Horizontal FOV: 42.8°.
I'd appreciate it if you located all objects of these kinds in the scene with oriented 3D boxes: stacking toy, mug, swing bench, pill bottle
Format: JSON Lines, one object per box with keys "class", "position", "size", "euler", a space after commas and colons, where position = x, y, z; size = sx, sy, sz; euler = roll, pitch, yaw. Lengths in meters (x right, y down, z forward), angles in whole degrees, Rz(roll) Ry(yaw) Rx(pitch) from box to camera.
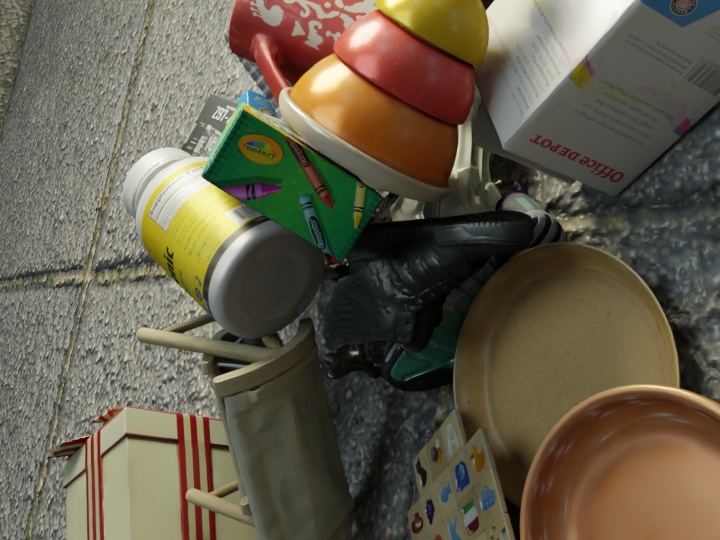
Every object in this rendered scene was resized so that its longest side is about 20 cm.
{"class": "stacking toy", "position": [0.045, -0.163, 0.663], "size": [0.200, 0.146, 0.146], "euler": [-59, 37, 16]}
{"class": "mug", "position": [-0.013, -0.198, 0.815], "size": [0.134, 0.200, 0.178], "euler": [-66, -5, 29]}
{"class": "swing bench", "position": [-0.093, 0.144, 0.853], "size": [0.200, 0.130, 0.199], "euler": [18, 124, 55]}
{"class": "pill bottle", "position": [-0.131, -0.035, 0.822], "size": [0.200, 0.111, 0.111], "euler": [38, 108, 40]}

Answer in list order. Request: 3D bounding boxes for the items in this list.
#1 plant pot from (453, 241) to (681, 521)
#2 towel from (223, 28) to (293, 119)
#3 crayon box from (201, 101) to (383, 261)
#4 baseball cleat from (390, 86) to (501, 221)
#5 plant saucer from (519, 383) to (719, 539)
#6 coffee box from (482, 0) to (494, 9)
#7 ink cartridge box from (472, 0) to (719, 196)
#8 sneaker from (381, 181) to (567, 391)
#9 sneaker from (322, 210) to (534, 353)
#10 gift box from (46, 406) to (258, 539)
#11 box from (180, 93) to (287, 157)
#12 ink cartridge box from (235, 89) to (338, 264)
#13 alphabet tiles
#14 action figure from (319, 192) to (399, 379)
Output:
{"class": "plant pot", "position": [0.149, 0.080, 0.674], "size": [0.200, 0.027, 0.200], "euler": [-10, 77, 49]}
{"class": "towel", "position": [-0.041, -0.233, 0.967], "size": [0.200, 0.166, 0.086], "euler": [-29, 12, 44]}
{"class": "crayon box", "position": [-0.059, -0.078, 0.732], "size": [0.058, 0.119, 0.200], "euler": [-57, 12, 6]}
{"class": "baseball cleat", "position": [0.072, -0.092, 0.796], "size": [0.106, 0.070, 0.200], "euler": [-30, 29, 32]}
{"class": "plant saucer", "position": [0.188, 0.171, 0.568], "size": [0.200, 0.037, 0.201], "euler": [-7, 80, 47]}
{"class": "coffee box", "position": [0.083, -0.332, 0.920], "size": [0.114, 0.080, 0.200], "euler": [-58, 37, 20]}
{"class": "ink cartridge box", "position": [0.176, -0.161, 0.671], "size": [0.200, 0.128, 0.125], "euler": [-47, 41, 34]}
{"class": "sneaker", "position": [0.090, 0.017, 0.783], "size": [0.200, 0.074, 0.088], "euler": [-46, 29, 19]}
{"class": "sneaker", "position": [0.048, 0.014, 0.708], "size": [0.200, 0.060, 0.104], "euler": [-3, 100, 39]}
{"class": "gift box", "position": [-0.239, 0.260, 1.032], "size": [0.200, 0.184, 0.187], "euler": [-34, 52, 35]}
{"class": "box", "position": [-0.115, -0.078, 0.926], "size": [0.200, 0.044, 0.160], "euler": [25, 86, 37]}
{"class": "ink cartridge box", "position": [-0.092, -0.091, 1.032], "size": [0.067, 0.116, 0.200], "euler": [-36, 48, 41]}
{"class": "alphabet tiles", "position": [0.078, 0.218, 0.708], "size": [0.167, 0.006, 0.200], "euler": [116, 150, -49]}
{"class": "action figure", "position": [0.000, 0.000, 0.865], "size": [0.102, 0.119, 0.200], "euler": [18, 100, 18]}
